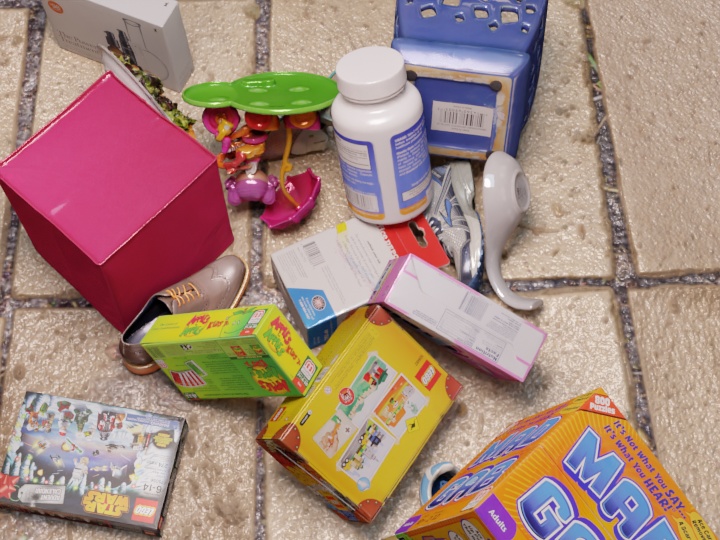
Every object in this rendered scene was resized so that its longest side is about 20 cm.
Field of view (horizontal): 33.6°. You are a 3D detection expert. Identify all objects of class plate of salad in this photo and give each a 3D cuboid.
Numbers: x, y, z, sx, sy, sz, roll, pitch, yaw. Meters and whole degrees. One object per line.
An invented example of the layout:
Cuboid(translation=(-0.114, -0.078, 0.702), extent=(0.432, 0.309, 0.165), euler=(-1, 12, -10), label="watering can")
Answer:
Cuboid(translation=(-0.267, -0.218, 1.539), extent=(0.048, 0.200, 0.200), euler=(-41, 69, -7), label="plate of salad")

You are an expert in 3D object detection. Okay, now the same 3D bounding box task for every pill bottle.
Cuboid(translation=(0.025, -0.165, 1.447), extent=(0.111, 0.201, 0.112), euler=(-6, 40, 5), label="pill bottle")

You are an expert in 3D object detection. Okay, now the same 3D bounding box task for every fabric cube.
Cuboid(translation=(-0.298, -0.080, 1.471), extent=(0.200, 0.200, 0.196), euler=(39, 71, 19), label="fabric cube")

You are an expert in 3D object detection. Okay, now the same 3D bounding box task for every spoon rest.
Cuboid(translation=(0.183, -0.049, 1.494), extent=(0.060, 0.099, 0.201), euler=(-7, 92, 31), label="spoon rest")

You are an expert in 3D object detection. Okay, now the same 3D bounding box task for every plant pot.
Cuboid(translation=(0.131, -0.254, 1.535), extent=(0.199, 0.201, 0.180), euler=(8, 47, 6), label="plant pot")

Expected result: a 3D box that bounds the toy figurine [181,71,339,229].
Cuboid(translation=(-0.122, -0.141, 1.512), extent=(0.199, 0.185, 0.150), euler=(-3, 27, -7), label="toy figurine")

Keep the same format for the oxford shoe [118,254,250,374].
Cuboid(translation=(-0.215, 0.045, 1.475), extent=(0.071, 0.073, 0.200), euler=(38, 69, 19), label="oxford shoe")

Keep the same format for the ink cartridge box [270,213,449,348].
Cuboid(translation=(0.000, 0.000, 1.500), extent=(0.199, 0.067, 0.117), euler=(-23, 65, -11), label="ink cartridge box")

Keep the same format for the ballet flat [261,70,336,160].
Cuboid(translation=(-0.055, -0.204, 1.609), extent=(0.067, 0.068, 0.200), euler=(40, 71, 12), label="ballet flat")

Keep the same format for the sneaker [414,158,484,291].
Cuboid(translation=(0.112, -0.053, 1.530), extent=(0.085, 0.077, 0.201), euler=(-7, 53, 2), label="sneaker")

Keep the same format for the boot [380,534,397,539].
Cuboid(translation=(-0.023, 0.398, 1.301), extent=(0.199, 0.066, 0.176), euler=(-20, 52, -11), label="boot")

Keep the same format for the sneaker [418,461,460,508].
Cuboid(translation=(0.121, 0.309, 1.339), extent=(0.072, 0.073, 0.201), euler=(-21, 66, -12), label="sneaker")

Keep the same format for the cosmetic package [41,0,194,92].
Cuboid(translation=(-0.334, -0.335, 1.629), extent=(0.199, 0.151, 0.052), euler=(21, 65, 12), label="cosmetic package")

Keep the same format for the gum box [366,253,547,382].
Cuboid(translation=(0.116, 0.060, 1.405), extent=(0.199, 0.113, 0.066), euler=(30, 82, -7), label="gum box")

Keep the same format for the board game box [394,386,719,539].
Cuboid(translation=(0.199, 0.277, 1.234), extent=(0.200, 0.200, 0.200), euler=(-37, 88, -28), label="board game box")

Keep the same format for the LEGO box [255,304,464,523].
Cuboid(translation=(0.001, 0.164, 1.374), extent=(0.149, 0.077, 0.200), euler=(44, 67, -16), label="LEGO box")

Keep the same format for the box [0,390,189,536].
Cuboid(translation=(-0.315, 0.226, 1.402), extent=(0.199, 0.040, 0.138), euler=(8, 64, 5), label="box")

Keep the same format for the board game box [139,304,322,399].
Cuboid(translation=(-0.151, 0.097, 1.373), extent=(0.199, 0.102, 0.048), euler=(-7, 40, 41), label="board game box")
